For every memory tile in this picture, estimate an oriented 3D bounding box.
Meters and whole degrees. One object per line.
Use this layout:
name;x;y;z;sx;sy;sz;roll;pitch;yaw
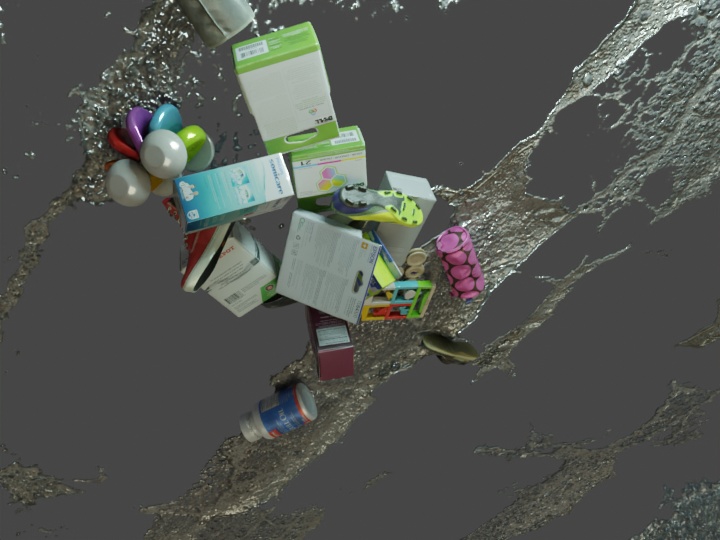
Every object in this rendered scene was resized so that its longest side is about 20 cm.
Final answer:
memory tile;0.079;0.023;1.628;0.152;0.017;0.200;-6;140;-11

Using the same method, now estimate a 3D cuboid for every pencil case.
pencil case;0.239;-0.014;1.606;0.093;0.091;0.200;-17;134;10

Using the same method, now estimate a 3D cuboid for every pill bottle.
pill bottle;-0.231;0.401;1.851;0.199;0.113;0.112;-27;135;10

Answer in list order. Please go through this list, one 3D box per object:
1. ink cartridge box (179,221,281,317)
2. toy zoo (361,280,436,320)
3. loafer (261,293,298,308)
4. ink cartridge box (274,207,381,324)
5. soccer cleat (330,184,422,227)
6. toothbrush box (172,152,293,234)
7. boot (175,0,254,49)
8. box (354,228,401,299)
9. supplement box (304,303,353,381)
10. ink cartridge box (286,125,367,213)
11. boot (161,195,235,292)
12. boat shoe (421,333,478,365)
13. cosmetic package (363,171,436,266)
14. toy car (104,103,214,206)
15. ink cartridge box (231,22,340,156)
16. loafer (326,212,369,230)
ink cartridge box;-0.277;-0.008;1.456;0.146;0.083;0.200;-31;134;13
toy zoo;0.078;0.077;1.663;0.199;0.021;0.132;-2;140;-16
loafer;-0.144;0.039;1.564;0.199;0.073;0.072;-14;158;2
ink cartridge box;-0.068;-0.008;1.395;0.199;0.043;0.197;21;117;8
soccer cleat;0.033;-0.127;1.352;0.199;0.065;0.084;12;159;-25
toothbrush box;-0.238;-0.140;1.230;0.199;0.086;0.146;-18;180;-18
boot;-0.291;-0.439;1.051;0.181;0.073;0.200;-23;142;9
box;0.000;0.000;1.452;0.048;0.122;0.200;-31;177;-31
supplement box;-0.076;0.147;1.584;0.085;0.200;0.111;-8;135;-9
ink cartridge box;-0.062;-0.181;1.357;0.147;0.076;0.201;-11;134;-6
boot;-0.342;-0.067;1.311;0.144;0.201;0.072;23;167;-2
boat shoe;0.243;0.231;1.854;0.199;0.073;0.065;19;121;-31
cosmetic package;0.074;-0.110;1.463;0.106;0.090;0.200;9;127;-24
toy car;-0.375;-0.217;1.193;0.200;0.175;0.150;-33;95;20
ink cartridge box;-0.130;-0.318;1.195;0.147;0.076;0.200;-17;140;-1
loafer;-0.046;-0.093;1.438;0.070;0.075;0.200;45;119;-11
